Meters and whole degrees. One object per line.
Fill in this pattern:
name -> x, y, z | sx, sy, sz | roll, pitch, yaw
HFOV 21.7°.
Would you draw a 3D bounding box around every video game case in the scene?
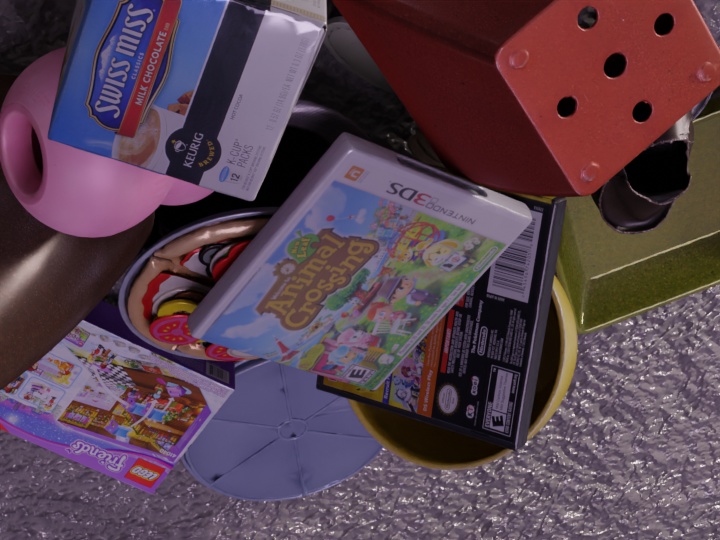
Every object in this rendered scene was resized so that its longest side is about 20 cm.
video game case -> 0.059, 0.020, 1.459 | 0.025, 0.180, 0.201 | -21, 123, -60
video game case -> 0.000, 0.000, 1.376 | 0.182, 0.022, 0.200 | 19, 125, -37

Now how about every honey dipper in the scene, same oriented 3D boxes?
honey dipper -> 0.017, -0.055, 1.501 | 0.038, 0.038, 0.200 | 23, 123, -35

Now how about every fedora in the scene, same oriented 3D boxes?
fedora -> -0.083, -0.081, 1.402 | 0.199, 0.091, 0.177 | -20, 135, 10

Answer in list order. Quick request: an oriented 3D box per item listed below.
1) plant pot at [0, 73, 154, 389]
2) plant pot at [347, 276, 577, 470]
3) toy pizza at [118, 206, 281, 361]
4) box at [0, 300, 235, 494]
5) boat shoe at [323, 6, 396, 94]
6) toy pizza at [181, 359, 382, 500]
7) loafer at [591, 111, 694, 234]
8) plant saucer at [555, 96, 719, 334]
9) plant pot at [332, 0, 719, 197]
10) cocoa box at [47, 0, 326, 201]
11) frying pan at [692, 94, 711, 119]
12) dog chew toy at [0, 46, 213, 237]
plant pot -> -0.262, -0.002, 1.293 | 0.186, 0.200, 0.187 | 10, 132, 11
plant pot -> 0.098, 0.060, 1.553 | 0.200, 0.200, 0.142 | -39, 163, 19
toy pizza -> -0.082, 0.021, 1.418 | 0.199, 0.032, 0.201 | -9, 147, -6
box -> -0.221, 0.091, 1.527 | 0.199, 0.039, 0.137 | 27, 120, -22
boat shoe -> 0.058, -0.158, 1.401 | 0.201, 0.061, 0.072 | 25, 160, -31
toy pizza -> -0.062, 0.127, 1.641 | 0.199, 0.032, 0.201 | -10, 136, -10
loafer -> 0.214, -0.076, 1.430 | 0.073, 0.072, 0.200 | -9, 152, 0
plant saucer -> 0.247, -0.055, 1.571 | 0.199, 0.048, 0.200 | -20, 135, 1
plant pot -> 0.130, -0.165, 1.276 | 0.200, 0.176, 0.200 | -40, 124, -5
cocoa box -> -0.101, -0.163, 1.134 | 0.131, 0.200, 0.134 | 17, 126, -13
frying pan -> 0.238, -0.176, 1.432 | 0.115, 0.031, 0.190 | 29, 118, -14
dog chew toy -> -0.136, -0.094, 1.240 | 0.199, 0.125, 0.125 | -14, 140, -36
